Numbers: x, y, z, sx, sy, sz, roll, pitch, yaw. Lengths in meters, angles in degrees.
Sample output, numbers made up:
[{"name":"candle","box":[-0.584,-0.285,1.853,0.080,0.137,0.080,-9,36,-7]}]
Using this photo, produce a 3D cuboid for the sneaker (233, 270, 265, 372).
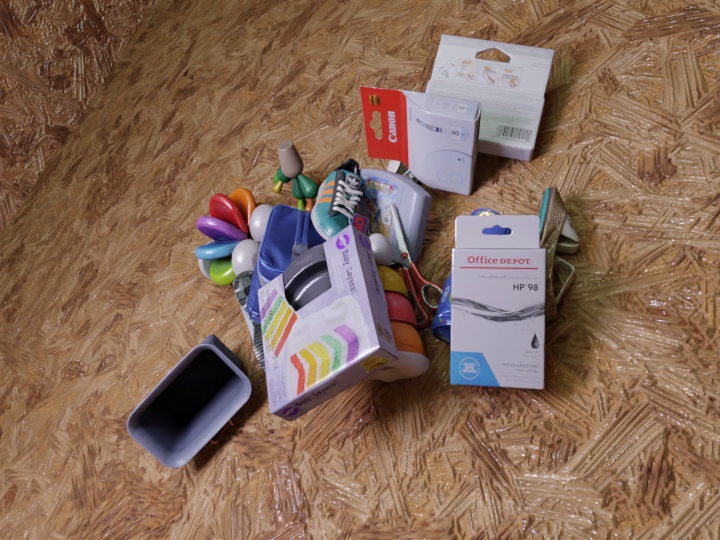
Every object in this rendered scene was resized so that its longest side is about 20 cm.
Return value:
[{"name":"sneaker","box":[-0.165,0.104,1.045,0.072,0.089,0.204,-20,66,-10]}]

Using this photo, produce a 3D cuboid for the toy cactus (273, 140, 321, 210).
[{"name":"toy cactus","box":[-0.115,-0.177,1.149,0.100,0.168,0.200,-29,45,-13]}]

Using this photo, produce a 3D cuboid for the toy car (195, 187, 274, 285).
[{"name":"toy car","box":[-0.265,-0.076,1.193,0.171,0.150,0.205,3,60,40]}]

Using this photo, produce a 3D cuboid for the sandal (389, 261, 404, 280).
[{"name":"sandal","box":[-0.004,0.007,0.983,0.203,0.059,0.081,15,69,45]}]

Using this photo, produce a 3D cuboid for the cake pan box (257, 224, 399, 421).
[{"name":"cake pan box","box":[-0.051,0.064,0.769,0.181,0.052,0.205,-30,50,22]}]

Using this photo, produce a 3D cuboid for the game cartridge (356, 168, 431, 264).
[{"name":"game cartridge","box":[0.036,-0.101,1.003,0.198,0.041,0.138,26,114,48]}]

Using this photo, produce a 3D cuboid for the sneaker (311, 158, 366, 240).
[{"name":"sneaker","box":[-0.032,-0.119,0.957,0.080,0.070,0.203,-50,24,29]}]

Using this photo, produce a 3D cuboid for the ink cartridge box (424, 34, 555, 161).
[{"name":"ink cartridge box","box":[0.205,-0.287,0.966,0.194,0.045,0.182,14,77,16]}]

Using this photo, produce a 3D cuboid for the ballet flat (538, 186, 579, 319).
[{"name":"ballet flat","box":[0.261,-0.021,0.795,0.063,0.071,0.205,15,69,16]}]

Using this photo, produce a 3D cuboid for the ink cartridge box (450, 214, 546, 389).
[{"name":"ink cartridge box","box":[0.167,0.034,0.718,0.112,0.067,0.208,0,92,13]}]

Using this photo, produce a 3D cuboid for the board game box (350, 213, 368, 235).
[{"name":"board game box","box":[-0.028,0.030,0.878,0.031,0.120,0.206,17,77,0]}]

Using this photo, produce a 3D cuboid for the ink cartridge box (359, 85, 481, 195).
[{"name":"ink cartridge box","box":[0.092,-0.208,0.941,0.193,0.162,0.048,13,59,15]}]

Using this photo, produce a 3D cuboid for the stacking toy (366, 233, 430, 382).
[{"name":"stacking toy","box":[0.028,0.047,0.832,0.142,0.145,0.207,-10,68,33]}]

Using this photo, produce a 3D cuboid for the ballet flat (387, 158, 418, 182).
[{"name":"ballet flat","box":[0.097,-0.210,1.061,0.071,0.072,0.203,18,71,45]}]

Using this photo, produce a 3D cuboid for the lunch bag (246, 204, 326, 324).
[{"name":"lunch bag","box":[-0.101,-0.015,0.951,0.203,0.131,0.135,-89,18,-52]}]

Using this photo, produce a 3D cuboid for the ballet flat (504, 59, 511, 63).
[{"name":"ballet flat","box":[0.201,-0.300,1.032,0.195,0.066,0.076,-25,2,15]}]

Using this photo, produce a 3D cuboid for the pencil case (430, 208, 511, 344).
[{"name":"pencil case","box":[0.164,0.013,0.824,0.086,0.077,0.205,-8,53,51]}]

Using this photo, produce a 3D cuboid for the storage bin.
[{"name":"storage bin","box":[-0.279,0.214,1.012,0.200,0.146,0.134,-45,14,2]}]

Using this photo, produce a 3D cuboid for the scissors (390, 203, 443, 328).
[{"name":"scissors","box":[0.068,-0.008,0.914,0.072,0.014,0.204,-35,66,17]}]
